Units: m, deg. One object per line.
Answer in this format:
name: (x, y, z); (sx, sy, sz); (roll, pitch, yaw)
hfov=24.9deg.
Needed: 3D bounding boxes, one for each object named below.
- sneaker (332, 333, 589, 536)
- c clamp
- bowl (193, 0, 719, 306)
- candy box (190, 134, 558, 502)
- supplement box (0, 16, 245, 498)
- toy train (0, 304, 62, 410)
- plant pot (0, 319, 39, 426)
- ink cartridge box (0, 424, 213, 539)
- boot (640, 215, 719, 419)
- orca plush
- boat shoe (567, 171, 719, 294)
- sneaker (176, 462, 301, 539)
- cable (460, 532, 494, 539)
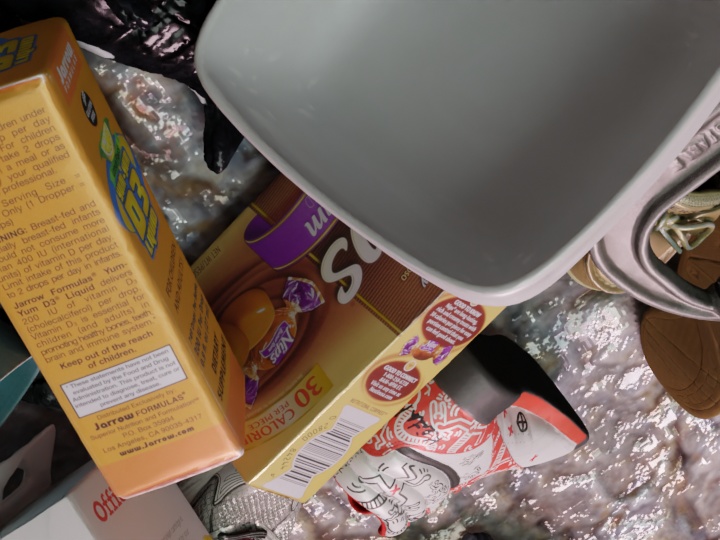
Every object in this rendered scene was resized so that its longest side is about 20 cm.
sneaker: (0.049, 0.090, 0.875); (0.108, 0.067, 0.201); (-42, 158, 10)
c clamp: (0.210, -0.033, 0.749); (0.200, 0.027, 0.171); (-33, 130, 20)
bowl: (0.054, -0.094, 0.700); (0.200, 0.200, 0.075); (-48, 158, -6)
candy box: (0.000, 0.000, 0.783); (0.200, 0.117, 0.056); (-45, 147, 12)
supplement box: (-0.115, -0.002, 0.696); (0.069, 0.067, 0.201); (-21, 120, 9)
toy train: (-0.163, -0.016, 0.758); (0.046, 0.034, 0.201); (9, 128, 13)
plant pot: (-0.252, 0.067, 0.702); (0.135, 0.200, 0.200); (41, 104, -1)
ink cartridge box: (-0.134, 0.184, 0.809); (0.125, 0.129, 0.200); (-33, 92, 11)
boot: (0.239, -0.008, 0.911); (0.155, 0.073, 0.200); (-35, 154, -21)
orca plush: (-0.107, -0.107, 0.695); (0.105, 0.071, 0.200); (-34, 130, 2)
boat shoe: (0.156, -0.062, 0.761); (0.073, 0.063, 0.201); (17, 122, -25)
sneaker: (-0.076, 0.181, 0.907); (0.078, 0.082, 0.201); (7, 119, -27)
cable: (0.043, 0.254, 1.039); (0.200, 0.051, 0.163); (-48, 133, 10)
